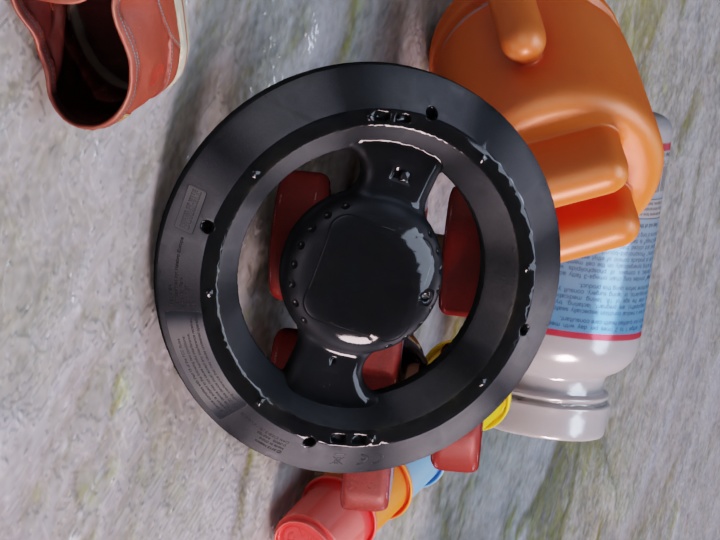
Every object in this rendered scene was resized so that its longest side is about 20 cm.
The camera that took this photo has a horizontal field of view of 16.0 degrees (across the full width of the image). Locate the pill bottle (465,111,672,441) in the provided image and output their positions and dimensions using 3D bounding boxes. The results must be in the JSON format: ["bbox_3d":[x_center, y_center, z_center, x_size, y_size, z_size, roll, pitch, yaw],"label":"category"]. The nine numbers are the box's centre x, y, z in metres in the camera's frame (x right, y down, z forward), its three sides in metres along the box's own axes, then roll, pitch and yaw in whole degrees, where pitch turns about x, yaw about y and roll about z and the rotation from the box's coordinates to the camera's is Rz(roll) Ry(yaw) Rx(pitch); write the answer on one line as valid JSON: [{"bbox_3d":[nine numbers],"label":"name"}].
[{"bbox_3d":[0.122,-0.003,1.556,0.109,0.108,0.201,-8,108,-65],"label":"pill bottle"}]

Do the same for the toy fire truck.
[{"bbox_3d":[0.015,0.015,1.344,0.168,0.112,0.201,-69,163,-74],"label":"toy fire truck"}]

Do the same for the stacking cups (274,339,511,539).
[{"bbox_3d":[0.013,0.105,1.436,0.200,0.060,0.061,-37,133,-50],"label":"stacking cups"}]

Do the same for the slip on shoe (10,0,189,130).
[{"bbox_3d":[-0.113,-0.135,1.020,0.061,0.074,0.200,-57,153,-35],"label":"slip on shoe"}]

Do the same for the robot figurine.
[{"bbox_3d":[0.100,-0.088,1.411,0.144,0.117,0.200,27,31,-29],"label":"robot figurine"}]

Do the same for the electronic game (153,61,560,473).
[{"bbox_3d":[0.000,0.000,1.219,0.042,0.199,0.201,-137,-129,-69],"label":"electronic game"}]
